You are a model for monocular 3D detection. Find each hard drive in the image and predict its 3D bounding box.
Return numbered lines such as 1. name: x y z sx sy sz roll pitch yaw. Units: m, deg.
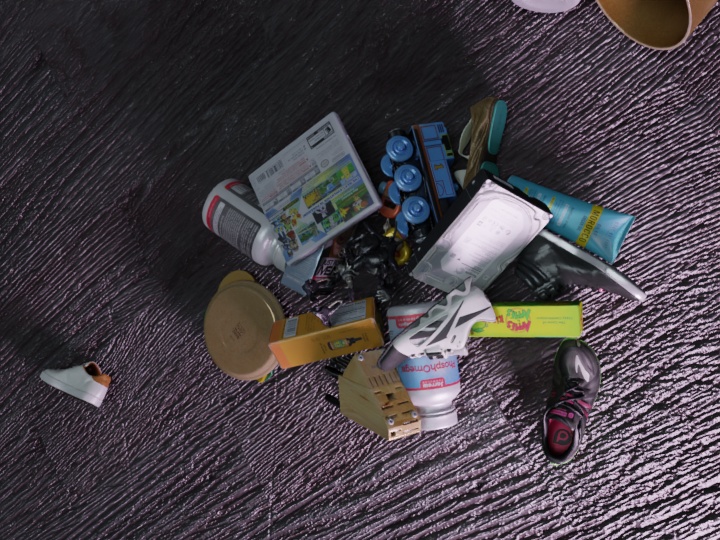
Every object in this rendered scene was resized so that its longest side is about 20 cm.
1. hard drive: 0.181 -0.046 0.931 0.200 0.139 0.038 -51 30 30

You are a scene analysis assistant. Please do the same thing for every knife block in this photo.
1. knife block: 0.006 0.223 1.012 0.201 0.063 0.176 62 144 32

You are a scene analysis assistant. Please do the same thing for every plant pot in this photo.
1. plant pot: 0.453 -0.446 0.823 0.200 0.186 0.187 -41 75 4

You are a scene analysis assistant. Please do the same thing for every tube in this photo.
1. tube: 0.318 -0.088 0.942 0.199 0.050 0.078 26 109 16

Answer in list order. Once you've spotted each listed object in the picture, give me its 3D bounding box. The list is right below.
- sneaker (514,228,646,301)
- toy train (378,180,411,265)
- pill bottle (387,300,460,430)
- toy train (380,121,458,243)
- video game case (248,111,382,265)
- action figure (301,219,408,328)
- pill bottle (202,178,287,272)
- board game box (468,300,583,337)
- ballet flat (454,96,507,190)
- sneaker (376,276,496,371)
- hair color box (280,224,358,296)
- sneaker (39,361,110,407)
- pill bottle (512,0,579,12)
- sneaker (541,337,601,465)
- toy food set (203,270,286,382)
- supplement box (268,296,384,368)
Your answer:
1. sneaker: 0.328 0.017 0.924 0.199 0.071 0.100 34 103 26
2. toy train: 0.095 -0.071 1.028 0.199 0.056 0.151 30 102 20
3. pill bottle: 0.107 0.154 0.994 0.108 0.109 0.202 -9 87 23
4. toy train: 0.104 -0.145 0.983 0.113 0.087 0.202 -11 75 -10
5. video game case: -0.081 -0.136 1.014 0.199 0.022 0.184 -31 75 21
6. action figure: 0.000 0.000 1.001 0.199 0.102 0.119 -37 70 8
7. pill bottle: -0.189 -0.079 1.119 0.199 0.111 0.111 33 102 20
8. board game box: 0.242 0.076 0.941 0.198 0.101 0.048 -3 90 23
9. ballet flat: 0.192 -0.184 0.987 0.072 0.067 0.202 8 93 43
10. sneaker: 0.114 0.105 0.898 0.200 0.074 0.089 -40 80 13
11. hair color box: -0.062 -0.058 1.071 0.060 0.099 0.202 24 100 23
12. sneaker: -0.632 0.241 1.343 0.198 0.073 0.085 11 64 29
13. pill bottle: 0.298 -0.512 0.909 0.111 0.112 0.202 13 95 22
14. sneaker: 0.322 0.204 0.917 0.076 0.084 0.202 8 93 22
15. toy food set: -0.227 0.116 1.169 0.199 0.049 0.199 33 103 19
16. supplement box: -0.059 0.111 1.062 0.198 0.069 0.067 -13 124 13
